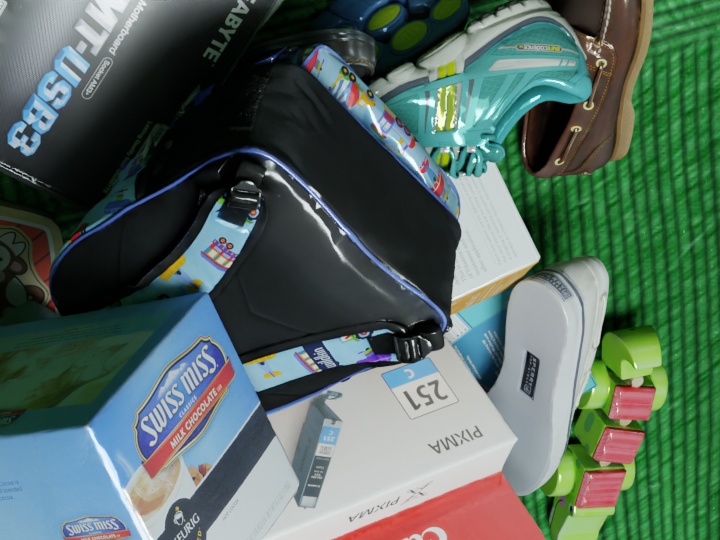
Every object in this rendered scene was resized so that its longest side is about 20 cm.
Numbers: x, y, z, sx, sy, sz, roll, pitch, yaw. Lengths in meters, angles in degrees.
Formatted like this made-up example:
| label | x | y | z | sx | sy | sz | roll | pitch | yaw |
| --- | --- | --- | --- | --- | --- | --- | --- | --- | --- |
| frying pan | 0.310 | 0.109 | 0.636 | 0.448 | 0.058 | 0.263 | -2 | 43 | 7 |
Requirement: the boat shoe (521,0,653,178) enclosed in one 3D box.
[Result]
| label | x | y | z | sx | sy | sz | roll | pitch | yaw |
| --- | --- | --- | --- | --- | --- | --- | --- | --- | --- |
| boat shoe | 0.142 | -0.139 | 1.300 | 0.070 | 0.070 | 0.200 | -14 | 133 | -16 |

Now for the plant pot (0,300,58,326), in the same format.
| label | x | y | z | sx | sy | sz | roll | pitch | yaw |
| --- | --- | --- | --- | --- | --- | --- | --- | --- | --- |
| plant pot | -0.188 | 0.181 | 1.293 | 0.196 | 0.200 | 0.196 | -43 | 135 | 8 |

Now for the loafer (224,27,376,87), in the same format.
| label | x | y | z | sx | sy | sz | roll | pitch | yaw |
| --- | --- | --- | --- | --- | --- | --- | --- | --- | --- |
| loafer | -0.068 | -0.082 | 1.221 | 0.200 | 0.072 | 0.073 | -28 | 153 | 32 |

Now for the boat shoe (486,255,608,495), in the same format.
| label | x | y | z | sx | sy | sz | roll | pitch | yaw |
| --- | --- | --- | --- | --- | --- | --- | --- | --- | --- |
| boat shoe | 0.131 | 0.071 | 1.387 | 0.070 | 0.071 | 0.200 | -29 | 141 | -35 |

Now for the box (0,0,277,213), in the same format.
| label | x | y | z | sx | sy | sz | roll | pitch | yaw |
| --- | --- | --- | --- | --- | --- | --- | --- | --- | --- |
| box | -0.167 | -0.148 | 1.133 | 0.198 | 0.050 | 0.200 | 28 | 111 | -22 |

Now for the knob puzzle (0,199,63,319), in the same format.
| label | x | y | z | sx | sy | sz | roll | pitch | yaw |
| --- | --- | --- | --- | --- | --- | --- | --- | --- | --- |
| knob puzzle | -0.271 | 0.033 | 1.290 | 0.219 | 0.030 | 0.220 | -9 | 123 | -15 |

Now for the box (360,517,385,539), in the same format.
| label | x | y | z | sx | sy | sz | roll | pitch | yaw |
| --- | --- | --- | --- | --- | --- | --- | --- | --- | --- |
| box | -0.036 | 0.240 | 1.367 | 0.182 | 0.200 | 0.104 | -21 | 132 | 33 |

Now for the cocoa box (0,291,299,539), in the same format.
| label | x | y | z | sx | sy | sz | roll | pitch | yaw |
| --- | --- | --- | --- | --- | --- | --- | --- | --- | --- |
| cocoa box | -0.162 | 0.109 | 1.083 | 0.200 | 0.133 | 0.131 | -10 | 115 | 32 |

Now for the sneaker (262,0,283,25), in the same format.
| label | x | y | z | sx | sy | sz | roll | pitch | yaw |
| --- | --- | --- | --- | --- | --- | --- | --- | --- | --- |
| sneaker | -0.117 | -0.157 | 1.202 | 0.200 | 0.073 | 0.085 | -40 | 115 | 0 |

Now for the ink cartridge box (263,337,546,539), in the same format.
| label | x | y | z | sx | sy | sz | roll | pitch | yaw |
| --- | --- | --- | --- | --- | --- | --- | --- | --- | --- |
| ink cartridge box | 0.015 | 0.148 | 1.295 | 0.200 | 0.176 | 0.045 | -19 | 150 | -28 |

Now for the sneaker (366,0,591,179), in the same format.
| label | x | y | z | sx | sy | sz | roll | pitch | yaw |
| --- | --- | --- | --- | --- | --- | --- | --- | --- | --- |
| sneaker | 0.048 | -0.088 | 1.211 | 0.200 | 0.080 | 0.078 | -32 | 169 | -4 |

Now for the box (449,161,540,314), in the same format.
| label | x | y | z | sx | sy | sz | roll | pitch | yaw |
| --- | --- | --- | --- | --- | --- | --- | --- | --- | --- |
| box | 0.000 | 0.000 | 1.296 | 0.200 | 0.124 | 0.098 | -25 | 85 | -4 |

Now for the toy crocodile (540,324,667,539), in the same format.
| label | x | y | z | sx | sy | sz | roll | pitch | yaw |
| --- | --- | --- | --- | --- | --- | --- | --- | --- | --- |
| toy crocodile | 0.183 | 0.124 | 1.500 | 0.067 | 0.062 | 0.200 | 3 | 120 | -22 |

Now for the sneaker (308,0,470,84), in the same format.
| label | x | y | z | sx | sy | sz | roll | pitch | yaw |
| --- | --- | --- | --- | --- | --- | --- | --- | --- | --- |
| sneaker | -0.010 | -0.108 | 1.286 | 0.200 | 0.071 | 0.083 | -45 | 145 | 8 |

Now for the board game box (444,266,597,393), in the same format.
| label | x | y | z | sx | sy | sz | roll | pitch | yaw |
| --- | --- | --- | --- | --- | --- | --- | --- | --- | --- |
| board game box | 0.048 | 0.072 | 1.425 | 0.200 | 0.047 | 0.151 | -31 | 127 | 0 |

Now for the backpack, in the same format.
| label | x | y | z | sx | sy | sz | roll | pitch | yaw |
| --- | --- | --- | --- | --- | --- | --- | --- | --- | --- |
| backpack | -0.064 | -0.010 | 1.135 | 0.200 | 0.135 | 0.183 | -27 | 124 | 34 |
